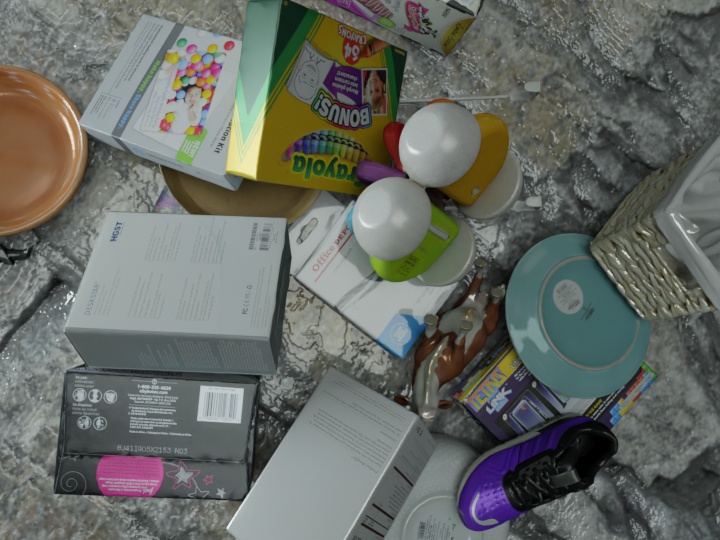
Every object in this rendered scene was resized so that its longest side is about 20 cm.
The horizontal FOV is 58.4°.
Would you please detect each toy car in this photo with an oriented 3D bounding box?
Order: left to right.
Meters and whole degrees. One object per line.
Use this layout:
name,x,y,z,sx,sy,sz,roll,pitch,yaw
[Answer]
toy car,0.061,-0.089,0.683,0.150,0.175,0.200,38,99,35

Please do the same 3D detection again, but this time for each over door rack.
over door rack,0.116,-0.138,0.782,0.199,0.067,0.148,-2,89,14

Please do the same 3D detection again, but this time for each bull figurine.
bull figurine,0.107,0.080,0.738,0.065,0.122,0.200,27,48,17

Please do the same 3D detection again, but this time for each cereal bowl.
cereal bowl,0.088,0.303,0.770,0.199,0.083,0.201,0,89,-8

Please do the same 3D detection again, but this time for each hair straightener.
hair straightener,-0.466,-0.046,0.728,0.199,0.041,0.077,1,89,-7

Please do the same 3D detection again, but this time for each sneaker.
sneaker,0.199,0.223,0.711,0.200,0.100,0.070,-30,94,-14

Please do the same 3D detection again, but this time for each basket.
basket,0.386,-0.047,0.762,0.200,0.123,0.136,-41,94,-33

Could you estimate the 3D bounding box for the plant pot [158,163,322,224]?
plant pot,-0.136,-0.137,0.766,0.199,0.027,0.201,2,79,-12

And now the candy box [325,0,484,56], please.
candy box,0.039,-0.336,0.750,0.199,0.136,0.061,22,88,-6

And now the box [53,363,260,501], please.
box,-0.216,0.172,0.719,0.199,0.115,0.133,5,87,-8

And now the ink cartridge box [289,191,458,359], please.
ink cartridge box,0.000,0.000,0.772,0.200,0.067,0.116,37,85,-5

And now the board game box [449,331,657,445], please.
board game box,0.240,0.144,0.805,0.165,0.057,0.200,45,84,-2

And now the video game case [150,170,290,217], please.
video game case,-0.191,-0.027,0.774,0.143,0.018,0.200,26,85,-5

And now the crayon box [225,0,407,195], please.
crayon box,-0.041,-0.175,0.700,0.200,0.058,0.173,0,101,-49

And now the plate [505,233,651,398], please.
plate,0.268,0.051,0.768,0.199,0.026,0.201,3,79,-15

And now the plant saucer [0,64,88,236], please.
plant saucer,-0.409,-0.133,0.728,0.199,0.037,0.201,2,79,-9

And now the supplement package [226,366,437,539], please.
supplement package,-0.024,0.232,0.701,0.121,0.120,0.200,25,71,28

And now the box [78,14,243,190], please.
box,-0.192,-0.191,0.718,0.199,0.041,0.156,22,77,17

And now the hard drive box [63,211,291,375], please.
hard drive box,-0.180,0.021,0.680,0.199,0.077,0.156,3,53,1
